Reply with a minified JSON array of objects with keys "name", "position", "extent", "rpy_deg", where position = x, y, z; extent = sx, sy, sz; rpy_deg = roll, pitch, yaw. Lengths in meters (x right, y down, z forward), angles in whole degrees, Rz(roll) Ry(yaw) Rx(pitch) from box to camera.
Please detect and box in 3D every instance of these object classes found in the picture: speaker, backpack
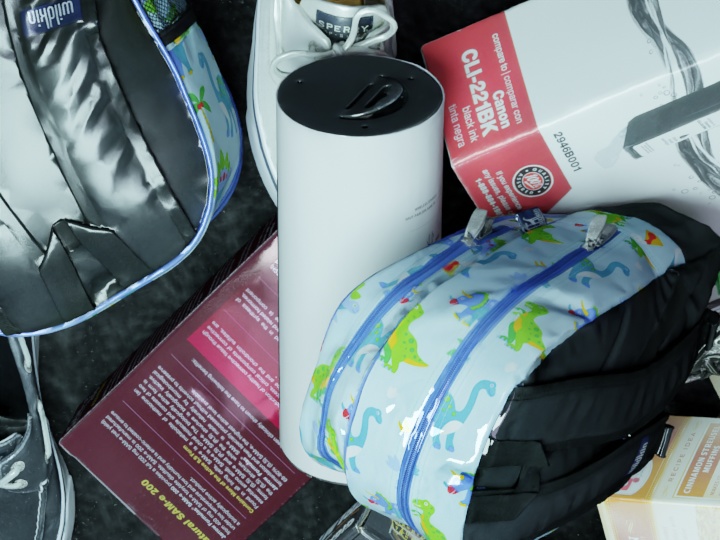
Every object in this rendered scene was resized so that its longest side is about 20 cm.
[{"name":"speaker","position":[0.000,0.000,1.352],"extent":[0.081,0.081,0.201],"rpy_deg":[3,123,4]},{"name":"backpack","position":[0.066,0.054,1.288],"extent":[0.153,0.200,0.164],"rpy_deg":[26,118,9]},{"name":"backpack","position":[-0.155,-0.084,1.388],"extent":[0.183,0.147,0.200],"rpy_deg":[-27,100,13]}]

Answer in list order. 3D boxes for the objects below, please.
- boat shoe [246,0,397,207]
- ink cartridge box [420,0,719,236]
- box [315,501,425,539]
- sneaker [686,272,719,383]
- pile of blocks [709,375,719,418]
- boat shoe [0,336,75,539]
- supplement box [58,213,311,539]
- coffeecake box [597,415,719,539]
[{"name":"boat shoe","position":[-0.011,-0.115,1.370],"extent":[0.074,0.086,0.203],"rpy_deg":[1,91,-13]},{"name":"ink cartridge box","position":[0.151,-0.077,1.368],"extent":[0.199,0.084,0.144],"rpy_deg":[-23,140,11]},{"name":"box","position":[0.028,0.232,1.500],"extent":[0.200,0.050,0.199],"rpy_deg":[38,129,-8]},{"name":"sneaker","position":[0.199,0.031,1.407],"extent":[0.199,0.078,0.085],"rpy_deg":[-20,85,-3]},{"name":"pile of blocks","position":[0.270,0.090,1.468],"extent":[0.200,0.082,0.062],"rpy_deg":[28,152,4]},{"name":"boat shoe","position":[-0.193,0.087,1.491],"extent":[0.071,0.068,0.201],"rpy_deg":[1,109,5]},{"name":"supplement box","position":[-0.048,0.052,1.471],"extent":[0.200,0.061,0.109],"rpy_deg":[-43,99,15]},{"name":"coffeecake box","position":[0.235,0.157,1.423],"extent":[0.199,0.073,0.154],"rpy_deg":[2,127,27]}]
